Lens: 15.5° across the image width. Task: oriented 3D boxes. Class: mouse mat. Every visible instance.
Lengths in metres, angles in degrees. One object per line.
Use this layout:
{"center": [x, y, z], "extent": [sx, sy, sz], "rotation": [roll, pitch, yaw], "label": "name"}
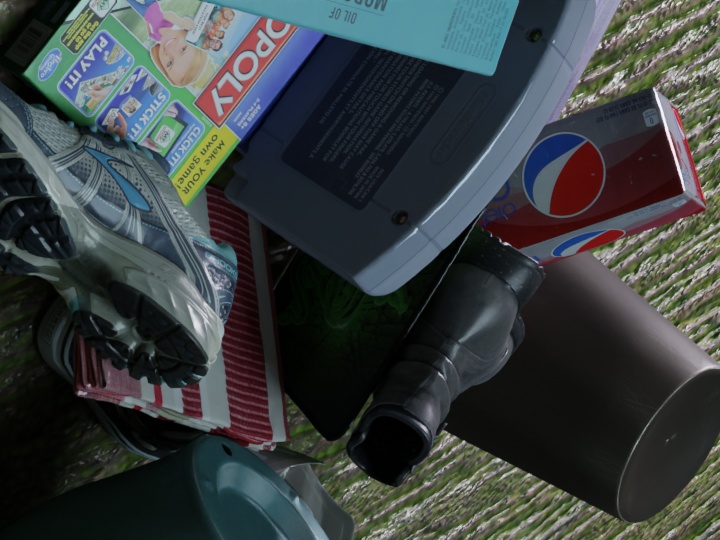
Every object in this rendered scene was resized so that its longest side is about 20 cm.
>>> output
{"center": [0.000, 0.000, 1.465], "extent": [0.008, 0.200, 0.161], "rotation": [30, 94, -21], "label": "mouse mat"}

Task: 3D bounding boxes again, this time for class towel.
{"center": [-0.098, 0.012, 1.390], "extent": [0.200, 0.023, 0.145], "rotation": [26, 54, -61], "label": "towel"}

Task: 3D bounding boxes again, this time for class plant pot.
{"center": [-0.112, 0.191, 1.389], "extent": [0.188, 0.201, 0.200], "rotation": [-39, 154, 16], "label": "plant pot"}

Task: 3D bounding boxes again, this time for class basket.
{"center": [0.121, 0.060, 1.659], "extent": [0.136, 0.200, 0.181], "rotation": [-23, 138, -43], "label": "basket"}

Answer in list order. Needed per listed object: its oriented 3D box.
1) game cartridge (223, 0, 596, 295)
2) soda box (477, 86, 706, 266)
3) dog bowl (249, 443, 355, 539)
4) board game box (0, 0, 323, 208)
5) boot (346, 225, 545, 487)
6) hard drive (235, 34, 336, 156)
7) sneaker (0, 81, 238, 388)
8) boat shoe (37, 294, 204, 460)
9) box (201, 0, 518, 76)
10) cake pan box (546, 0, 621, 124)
{"center": [0.031, -0.089, 1.393], "extent": [0.200, 0.133, 0.041], "rotation": [-53, 140, -4], "label": "game cartridge"}
{"center": [0.096, -0.039, 1.544], "extent": [0.199, 0.070, 0.063], "rotation": [-19, 167, 17], "label": "soda box"}
{"center": [-0.091, 0.188, 1.617], "extent": [0.200, 0.059, 0.201], "rotation": [-36, 145, -30], "label": "dog bowl"}
{"center": [-0.073, -0.142, 1.313], "extent": [0.200, 0.029, 0.135], "rotation": [-53, 133, -6], "label": "board game box"}
{"center": [0.034, 0.060, 1.450], "extent": [0.132, 0.070, 0.200], "rotation": [-58, 171, -16], "label": "boot"}
{"center": [-0.028, -0.120, 1.439], "extent": [0.132, 0.025, 0.200], "rotation": [-54, 150, -4], "label": "hard drive"}
{"center": [-0.137, -0.035, 1.269], "extent": [0.200, 0.077, 0.087], "rotation": [47, 44, -22], "label": "sneaker"}
{"center": [-0.109, 0.073, 1.462], "extent": [0.072, 0.071, 0.200], "rotation": [-55, 150, -2], "label": "boat shoe"}
{"center": [-0.022, -0.145, 1.278], "extent": [0.199, 0.082, 0.049], "rotation": [10, 103, -43], "label": "box"}
{"center": [0.104, -0.171, 1.521], "extent": [0.201, 0.052, 0.184], "rotation": [-63, 162, 6], "label": "cake pan box"}
